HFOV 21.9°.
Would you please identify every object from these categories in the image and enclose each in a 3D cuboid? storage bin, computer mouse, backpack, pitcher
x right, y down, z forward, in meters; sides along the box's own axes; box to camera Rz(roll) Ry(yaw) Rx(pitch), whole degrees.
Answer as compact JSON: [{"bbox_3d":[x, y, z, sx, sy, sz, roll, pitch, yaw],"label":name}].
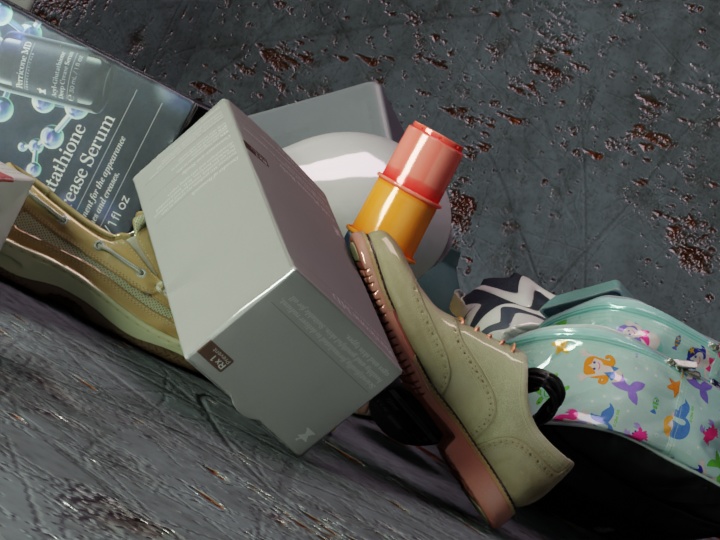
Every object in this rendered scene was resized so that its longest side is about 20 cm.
[{"bbox_3d":[-0.040,-0.074,1.500,0.135,0.198,0.146,68,9,-57],"label":"storage bin"},{"bbox_3d":[0.072,0.083,1.236,0.059,0.034,0.199,51,-32,-17],"label":"computer mouse"},{"bbox_3d":[0.172,0.107,1.311,0.199,0.152,0.177,20,-25,-24],"label":"backpack"},{"bbox_3d":[-0.047,-0.047,1.353,0.199,0.122,0.171,3,12,-44],"label":"pitcher"}]

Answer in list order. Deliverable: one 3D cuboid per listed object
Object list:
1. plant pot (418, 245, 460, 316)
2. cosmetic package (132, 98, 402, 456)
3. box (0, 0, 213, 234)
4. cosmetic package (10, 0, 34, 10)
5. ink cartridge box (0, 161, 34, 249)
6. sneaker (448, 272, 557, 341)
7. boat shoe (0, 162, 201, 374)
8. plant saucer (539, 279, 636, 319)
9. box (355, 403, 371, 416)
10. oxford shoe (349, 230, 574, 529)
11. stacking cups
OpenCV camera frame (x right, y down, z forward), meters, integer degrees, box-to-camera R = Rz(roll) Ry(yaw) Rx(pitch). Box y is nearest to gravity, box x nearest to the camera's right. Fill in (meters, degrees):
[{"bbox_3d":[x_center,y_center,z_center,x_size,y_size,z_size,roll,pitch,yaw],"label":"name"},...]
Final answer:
[{"bbox_3d":[0.014,0.012,1.752,0.199,0.135,0.200,27,3,-1],"label":"plant pot"},{"bbox_3d":[-0.058,0.000,1.084,0.107,0.090,0.200,44,10,-36],"label":"cosmetic package"},{"bbox_3d":[-0.220,-0.088,1.240,0.199,0.149,0.107,27,3,2],"label":"box"},{"bbox_3d":[-0.359,-0.196,1.330,0.167,0.201,0.166,30,4,38],"label":"cosmetic package"},{"bbox_3d":[-0.294,-0.070,1.039,0.199,0.068,0.116,28,3,2],"label":"ink cartridge box"},{"bbox_3d":[0.156,0.051,1.471,0.198,0.080,0.130,4,24,-27],"label":"sneaker"},{"bbox_3d":[-0.142,-0.002,1.144,0.199,0.077,0.072,27,3,-14],"label":"boat shoe"},{"bbox_3d":[0.216,0.072,1.401,0.070,0.019,0.200,-17,-46,35],"label":"plant saucer"},{"bbox_3d":[0.029,0.075,1.421,0.050,0.076,0.200,26,3,22],"label":"box"},{"bbox_3d":[0.059,0.055,1.140,0.201,0.074,0.071,61,-4,-9],"label":"oxford shoe"},{"bbox_3d":[0.000,0.000,1.183,0.060,0.201,0.061,25,5,-2],"label":"stacking cups"}]
